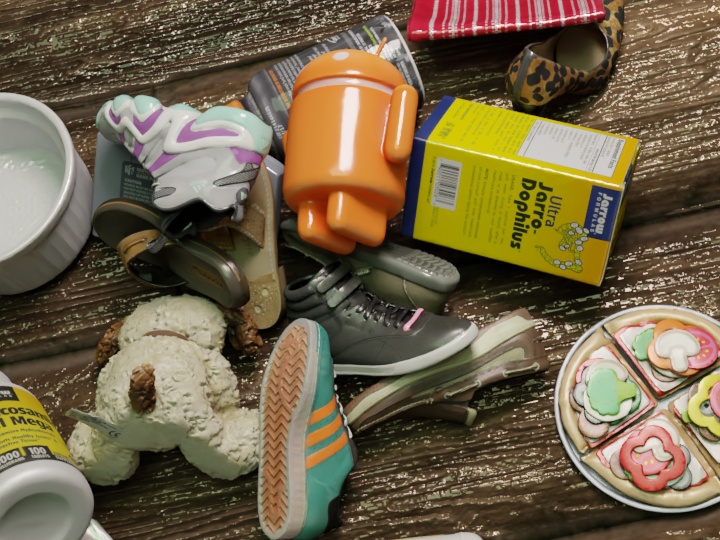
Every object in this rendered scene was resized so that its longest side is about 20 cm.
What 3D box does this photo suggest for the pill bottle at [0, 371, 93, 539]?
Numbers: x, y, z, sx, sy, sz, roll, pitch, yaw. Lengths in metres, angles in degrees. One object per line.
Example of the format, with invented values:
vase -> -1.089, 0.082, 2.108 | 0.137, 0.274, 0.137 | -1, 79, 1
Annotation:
pill bottle -> -0.329, 0.173, 1.138 | 0.112, 0.113, 0.200 | -39, 43, -9

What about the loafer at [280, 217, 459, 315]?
loafer -> 0.000, 0.000, 1.212 | 0.200, 0.075, 0.070 | 24, 110, 31

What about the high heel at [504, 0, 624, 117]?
high heel -> 0.215, -0.231, 1.245 | 0.071, 0.143, 0.200 | 32, 75, 19

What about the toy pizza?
toy pizza -> 0.280, 0.122, 1.148 | 0.200, 0.032, 0.201 | -3, 67, 7

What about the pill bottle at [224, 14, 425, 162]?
pill bottle -> -0.043, -0.175, 1.277 | 0.200, 0.106, 0.106 | -25, 66, -3

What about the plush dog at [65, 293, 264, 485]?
plush dog -> -0.185, 0.093, 1.175 | 0.200, 0.161, 0.172 | -5, 43, 6

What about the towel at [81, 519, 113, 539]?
towel -> -0.275, 0.346, 1.133 | 0.200, 0.023, 0.153 | -43, 69, -11

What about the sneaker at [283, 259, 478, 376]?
sneaker -> 0.008, 0.039, 1.146 | 0.200, 0.099, 0.071 | -6, 21, 33

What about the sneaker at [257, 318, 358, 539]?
sneaker -> -0.044, 0.146, 1.142 | 0.071, 0.080, 0.200 | 3, 87, 52

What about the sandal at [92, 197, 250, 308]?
sandal -> -0.192, -0.009, 1.196 | 0.200, 0.082, 0.055 | 30, 57, 26

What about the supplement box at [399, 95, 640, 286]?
supplement box -> 0.152, -0.079, 1.188 | 0.200, 0.110, 0.109 | 15, 33, 14

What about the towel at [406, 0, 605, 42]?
towel -> 0.149, -0.271, 1.284 | 0.200, 0.023, 0.145 | -4, 25, 11

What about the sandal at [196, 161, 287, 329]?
sandal -> -0.123, -0.039, 1.189 | 0.078, 0.070, 0.212 | -10, 103, 21

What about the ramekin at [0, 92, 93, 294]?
ramekin -> -0.371, -0.072, 1.276 | 0.200, 0.098, 0.201 | -5, 65, 10

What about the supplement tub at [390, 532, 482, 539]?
supplement tub -> 0.013, 0.302, 1.046 | 0.200, 0.145, 0.145 | -7, 66, 5

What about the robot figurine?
robot figurine -> -0.014, -0.119, 1.161 | 0.116, 0.144, 0.200 | 6, 72, -5

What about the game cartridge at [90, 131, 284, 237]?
game cartridge -> -0.174, -0.076, 1.251 | 0.200, 0.041, 0.133 | 14, 114, 13

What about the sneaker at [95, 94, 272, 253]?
sneaker -> -0.183, -0.084, 1.150 | 0.200, 0.078, 0.140 | 8, 79, 36

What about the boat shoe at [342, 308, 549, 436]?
boat shoe -> 0.083, 0.112, 1.159 | 0.202, 0.075, 0.075 | -28, 80, 0
